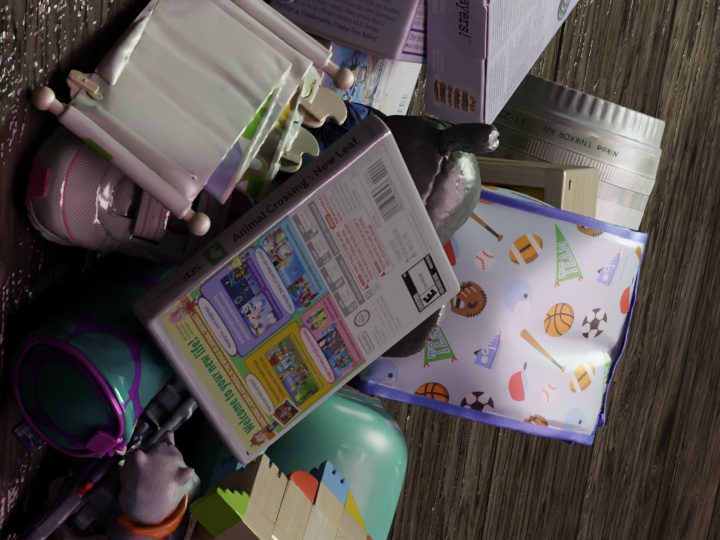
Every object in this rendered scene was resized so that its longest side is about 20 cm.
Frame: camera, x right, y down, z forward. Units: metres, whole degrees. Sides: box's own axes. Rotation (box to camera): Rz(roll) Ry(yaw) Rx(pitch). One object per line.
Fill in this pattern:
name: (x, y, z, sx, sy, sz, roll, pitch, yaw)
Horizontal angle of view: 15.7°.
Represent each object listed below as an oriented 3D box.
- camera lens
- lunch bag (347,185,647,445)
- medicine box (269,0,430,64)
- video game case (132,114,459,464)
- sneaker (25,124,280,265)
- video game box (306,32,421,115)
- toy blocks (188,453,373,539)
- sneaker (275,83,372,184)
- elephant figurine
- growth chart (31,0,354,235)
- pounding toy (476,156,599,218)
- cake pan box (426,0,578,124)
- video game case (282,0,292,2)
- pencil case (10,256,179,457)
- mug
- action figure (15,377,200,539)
camera lens: (0.155, -0.054, 2.196, 0.160, 0.159, 0.201, 6, 104, -70)
lunch bag: (0.098, 0.027, 1.897, 0.124, 0.199, 0.171, -154, -102, -77)
medicine box: (0.042, -0.246, 1.778, 0.182, 0.102, 0.201, -3, 113, -69)
video game case: (-0.034, 0.016, 1.586, 0.182, 0.022, 0.200, -39, 149, -7)
sneaker: (-0.108, -0.043, 1.546, 0.199, 0.088, 0.082, 5, 97, -46)
video game box: (-0.033, -0.067, 1.848, 0.182, 0.047, 0.201, -5, 114, -71)
toy blocks: (-0.035, 0.185, 1.707, 0.100, 0.200, 0.137, -34, -160, 25)
sneaker: (-0.029, -0.084, 1.665, 0.078, 0.200, 0.076, -11, 131, -17)
elephant figurine: (0.000, 0.000, 1.731, 0.155, 0.141, 0.201, 66, 46, -66)
growth chart: (-0.089, -0.104, 1.541, 0.018, 0.145, 0.200, -43, -174, 44)
pounding toy: (0.064, 0.005, 2.018, 0.142, 0.199, 0.185, -8, 103, -70)
cake pan box: (0.105, -0.222, 1.744, 0.185, 0.052, 0.201, -57, 158, -35)
video game case: (-0.039, -0.295, 1.556, 0.182, 0.045, 0.201, -59, 148, -32)
pencil case: (-0.134, 0.042, 1.617, 0.093, 0.085, 0.200, 60, 36, -8)
mug: (-0.039, 0.134, 1.850, 0.185, 0.151, 0.115, -178, -74, -77)
action figure: (-0.129, 0.144, 1.705, 0.200, 0.104, 0.194, -48, 173, -19)
